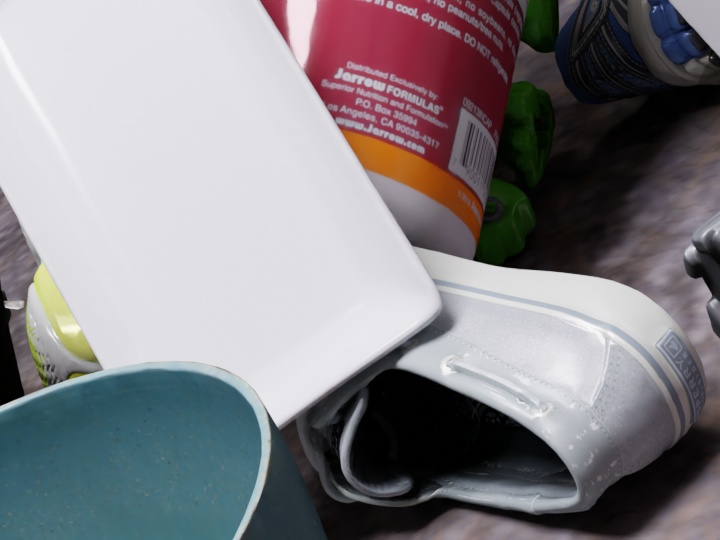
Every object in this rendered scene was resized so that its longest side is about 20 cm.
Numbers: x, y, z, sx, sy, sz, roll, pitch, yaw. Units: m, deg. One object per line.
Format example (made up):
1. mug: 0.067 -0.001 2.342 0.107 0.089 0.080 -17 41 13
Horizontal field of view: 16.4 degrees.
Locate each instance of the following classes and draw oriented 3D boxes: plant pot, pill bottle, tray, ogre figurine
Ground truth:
1. plant pot: -0.076 0.137 0.608 0.200 0.135 0.200 -27 22 12
2. pill bottle: 0.003 -0.099 0.877 0.113 0.113 0.201 -7 63 46
3. tray: -0.061 -0.039 0.800 0.107 0.200 0.022 -36 -18 16
4. ogre figurine: 0.017 -0.082 0.983 0.119 0.098 0.201 -3 68 14

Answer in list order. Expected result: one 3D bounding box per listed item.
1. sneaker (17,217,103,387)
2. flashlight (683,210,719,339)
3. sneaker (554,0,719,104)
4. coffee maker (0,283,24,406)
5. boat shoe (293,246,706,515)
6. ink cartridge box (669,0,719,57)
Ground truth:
1. sneaker: -0.084 -0.010 1.031 0.105 0.076 0.200 -20 35 2
2. flashlight: 0.190 -0.049 0.750 0.200 0.068 0.068 -35 25 -11
3. sneaker: 0.125 -0.133 1.009 0.085 0.077 0.200 -24 21 35
4. coffee maker: -0.192 0.008 0.896 0.134 0.200 0.192 -6 41 -5
5. boat shoe: 0.016 0.038 0.787 0.071 0.070 0.201 -41 26 -31
6. ink cartridge box: 0.141 -0.163 0.809 0.144 0.200 0.084 -38 -12 -12
